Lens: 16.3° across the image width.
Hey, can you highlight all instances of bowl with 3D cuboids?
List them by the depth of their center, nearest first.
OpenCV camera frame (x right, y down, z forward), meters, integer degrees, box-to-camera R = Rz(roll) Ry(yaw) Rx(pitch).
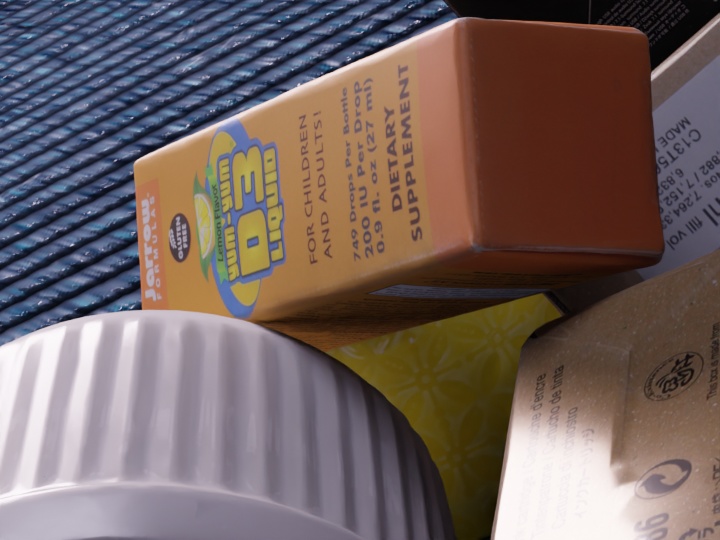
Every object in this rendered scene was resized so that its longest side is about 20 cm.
[{"bbox_3d":[0.000,0.000,0.894,0.199,0.108,0.201,-14,35,10],"label":"bowl"}]

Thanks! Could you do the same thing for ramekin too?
[{"bbox_3d":[-0.061,0.103,0.754,0.199,0.200,0.105,-20,41,19],"label":"ramekin"}]

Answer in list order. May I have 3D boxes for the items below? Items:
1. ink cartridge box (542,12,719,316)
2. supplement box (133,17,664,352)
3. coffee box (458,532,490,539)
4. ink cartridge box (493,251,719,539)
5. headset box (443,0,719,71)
[{"bbox_3d":[0.165,-0.015,0.755,0.200,0.165,0.075,-41,-12,1],"label":"ink cartridge box"},{"bbox_3d":[0.004,-0.019,0.734,0.068,0.067,0.200,0,-10,-29],"label":"supplement box"},{"bbox_3d":[0.031,0.066,0.922,0.123,0.044,0.200,19,50,42],"label":"coffee box"},{"bbox_3d":[0.099,0.115,0.598,0.075,0.165,0.200,-23,23,21],"label":"ink cartridge box"},{"bbox_3d":[0.108,-0.125,0.866,0.149,0.075,0.200,-43,2,11],"label":"headset box"}]
